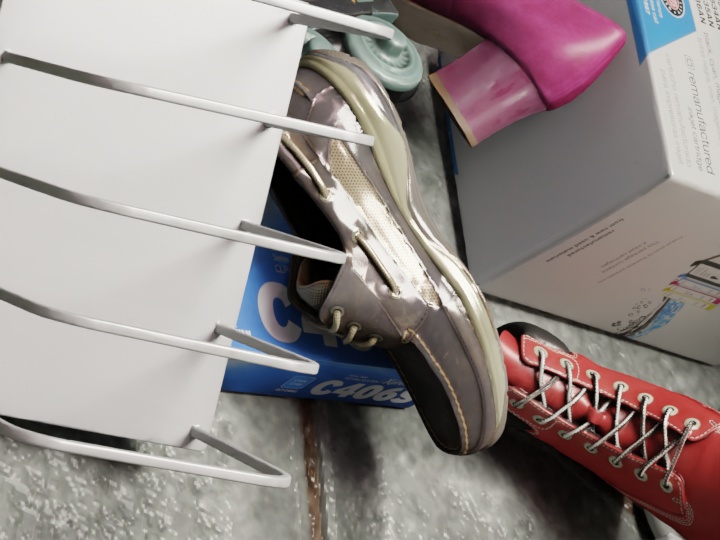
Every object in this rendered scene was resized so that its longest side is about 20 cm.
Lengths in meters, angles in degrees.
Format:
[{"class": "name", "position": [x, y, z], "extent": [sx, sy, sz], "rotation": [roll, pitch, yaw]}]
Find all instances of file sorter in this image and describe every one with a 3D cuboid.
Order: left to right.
[{"class": "file sorter", "position": [-0.081, -0.025, 1.108], "extent": [0.138, 0.124, 0.201], "rotation": [12, 92, -29]}]

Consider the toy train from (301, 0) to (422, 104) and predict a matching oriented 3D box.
[{"class": "toy train", "position": [-0.057, -0.109, 1.317], "extent": [0.200, 0.085, 0.114], "rotation": [-10, 61, -47]}]

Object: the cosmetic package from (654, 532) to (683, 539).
[{"class": "cosmetic package", "position": [0.179, 0.216, 1.324], "extent": [0.200, 0.107, 0.091], "rotation": [28, 49, -29]}]

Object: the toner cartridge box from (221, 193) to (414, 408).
[{"class": "toner cartridge box", "position": [-0.044, 0.007, 1.277], "extent": [0.199, 0.043, 0.095], "rotation": [8, 60, -43]}]

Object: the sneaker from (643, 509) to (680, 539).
[{"class": "sneaker", "position": [0.231, 0.098, 1.475], "extent": [0.075, 0.081, 0.200], "rotation": [54, 38, -2]}]

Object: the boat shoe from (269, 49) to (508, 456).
[{"class": "boat shoe", "position": [0.000, 0.000, 1.249], "extent": [0.073, 0.074, 0.201], "rotation": [-29, 98, -21]}]

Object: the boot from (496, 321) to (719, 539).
[{"class": "boot", "position": [0.134, 0.082, 1.321], "extent": [0.144, 0.200, 0.073], "rotation": [30, 87, -29]}]

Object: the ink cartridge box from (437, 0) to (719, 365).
[{"class": "ink cartridge box", "position": [0.167, -0.060, 1.457], "extent": [0.199, 0.144, 0.148], "rotation": [16, 55, -41]}]

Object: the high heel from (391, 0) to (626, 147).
[{"class": "high heel", "position": [0.058, -0.152, 1.413], "extent": [0.200, 0.096, 0.067], "rotation": [61, 2, 33]}]
